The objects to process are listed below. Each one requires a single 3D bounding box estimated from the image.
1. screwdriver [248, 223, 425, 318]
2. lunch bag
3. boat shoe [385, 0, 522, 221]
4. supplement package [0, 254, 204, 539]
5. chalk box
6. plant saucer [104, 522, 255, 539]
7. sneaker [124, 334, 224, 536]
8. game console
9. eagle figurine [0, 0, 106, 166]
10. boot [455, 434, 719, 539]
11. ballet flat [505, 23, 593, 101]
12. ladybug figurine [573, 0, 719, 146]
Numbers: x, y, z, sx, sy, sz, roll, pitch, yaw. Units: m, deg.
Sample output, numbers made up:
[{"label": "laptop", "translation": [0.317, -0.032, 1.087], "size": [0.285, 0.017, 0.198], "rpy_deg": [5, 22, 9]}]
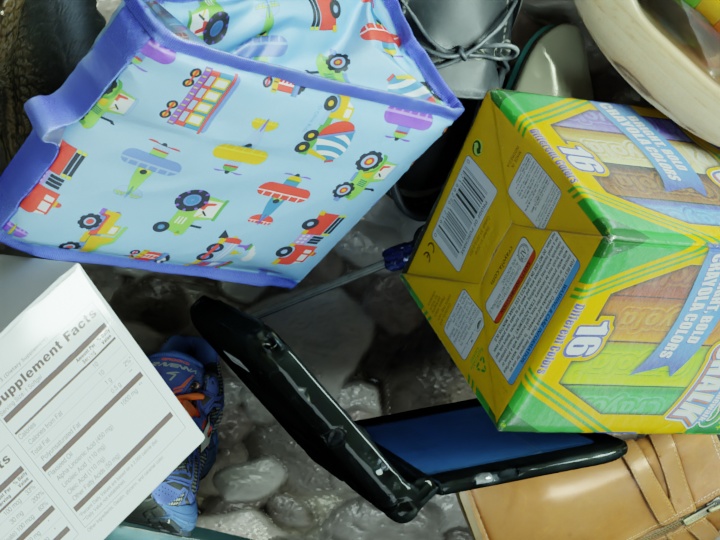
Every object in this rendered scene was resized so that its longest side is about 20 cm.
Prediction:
[{"label": "screwdriver", "translation": [0.000, 0.000, 1.036], "size": [0.199, 0.028, 0.029], "rpy_deg": [-19, 156, 27]}, {"label": "lunch bag", "translation": [-0.077, -0.065, 0.897], "size": [0.199, 0.094, 0.151], "rpy_deg": [-4, 147, -48]}, {"label": "boat shoe", "translation": [0.046, -0.114, 0.972], "size": [0.074, 0.062, 0.201], "rpy_deg": [5, 122, -11]}, {"label": "supplement package", "translation": [-0.203, 0.081, 0.920], "size": [0.156, 0.199, 0.111], "rpy_deg": [-45, 116, -23]}, {"label": "chalk box", "translation": [0.146, -0.001, 0.949], "size": [0.199, 0.124, 0.125], "rpy_deg": [3, 127, -32]}, {"label": "plant saucer", "translation": [-0.135, 0.151, 1.058], "size": [0.199, 0.200, 0.028], "rpy_deg": [13, 83, -18]}, {"label": "sneaker", "translation": [-0.112, 0.084, 1.015], "size": [0.075, 0.200, 0.079], "rpy_deg": [12, 102, -3]}, {"label": "game console", "translation": [0.017, 0.056, 0.995], "size": [0.116, 0.200, 0.176], "rpy_deg": [-42, 102, -9]}, {"label": "eagle figurine", "translation": [-0.188, -0.109, 0.917], "size": [0.152, 0.151, 0.200], "rpy_deg": [46, 150, 9]}, {"label": "boot", "translation": [0.146, 0.131, 1.147], "size": [0.155, 0.077, 0.200], "rpy_deg": [-29, 127, 13]}, {"label": "ballet flat", "translation": [0.098, -0.038, 1.026], "size": [0.069, 0.070, 0.201], "rpy_deg": [7, 128, -14]}, {"label": "ladybug figurine", "translation": [0.184, -0.142, 0.937], "size": [0.136, 0.072, 0.200], "rpy_deg": [-44, 88, 13]}]
